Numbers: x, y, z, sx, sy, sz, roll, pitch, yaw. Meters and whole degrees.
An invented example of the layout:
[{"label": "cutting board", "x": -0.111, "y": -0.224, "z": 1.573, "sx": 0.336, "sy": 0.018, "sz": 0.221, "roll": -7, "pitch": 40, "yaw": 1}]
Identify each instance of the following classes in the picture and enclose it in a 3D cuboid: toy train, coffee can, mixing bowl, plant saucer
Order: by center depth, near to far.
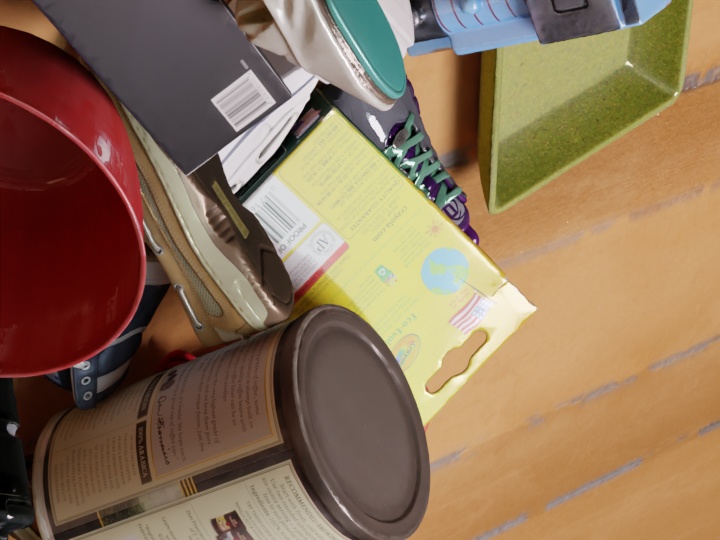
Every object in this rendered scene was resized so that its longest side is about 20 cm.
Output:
[{"label": "mixing bowl", "x": -0.194, "y": -0.053, "z": 1.213, "sx": 0.109, "sy": 0.199, "sz": 0.201, "roll": -74, "pitch": 171, "yaw": -47}, {"label": "coffee can", "x": -0.079, "y": 0.121, "z": 1.420, "sx": 0.199, "sy": 0.147, "sz": 0.146, "roll": -21, "pitch": 159, "yaw": 27}, {"label": "toy train", "x": 0.101, "y": -0.180, "z": 1.430, "sx": 0.114, "sy": 0.199, "sz": 0.087, "roll": -36, "pitch": 115, "yaw": -57}, {"label": "plant saucer", "x": 0.150, "y": -0.164, "z": 1.632, "sx": 0.199, "sy": 0.048, "sz": 0.200, "roll": -32, "pitch": 143, "yaw": -27}]

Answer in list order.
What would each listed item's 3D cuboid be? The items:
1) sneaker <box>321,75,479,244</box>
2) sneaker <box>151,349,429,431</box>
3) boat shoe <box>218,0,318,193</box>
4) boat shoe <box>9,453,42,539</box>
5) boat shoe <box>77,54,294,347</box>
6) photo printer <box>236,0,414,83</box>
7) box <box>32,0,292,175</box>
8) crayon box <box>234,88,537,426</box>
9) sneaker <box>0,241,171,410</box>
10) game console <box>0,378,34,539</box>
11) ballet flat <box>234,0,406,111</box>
[{"label": "sneaker", "x": 0.036, "y": -0.071, "z": 1.541, "sx": 0.075, "sy": 0.087, "sz": 0.200, "roll": -49, "pitch": 149, "yaw": -15}, {"label": "sneaker", "x": -0.061, "y": 0.096, "z": 1.533, "sx": 0.199, "sy": 0.079, "sz": 0.116, "roll": -19, "pitch": 144, "yaw": 17}, {"label": "boat shoe", "x": -0.070, "y": -0.104, "z": 1.407, "sx": 0.200, "sy": 0.074, "sz": 0.065, "roll": -44, "pitch": 153, "yaw": 8}, {"label": "boat shoe", "x": -0.203, "y": 0.142, "z": 1.487, "sx": 0.068, "sy": 0.072, "sz": 0.200, "roll": -51, "pitch": 157, "yaw": -9}, {"label": "boat shoe", "x": -0.118, "y": -0.042, "z": 1.342, "sx": 0.076, "sy": 0.201, "sz": 0.072, "roll": -25, "pitch": -168, "yaw": 19}, {"label": "photo printer", "x": -0.049, "y": -0.208, "z": 1.237, "sx": 0.069, "sy": 0.167, "sz": 0.200, "roll": -22, "pitch": 153, "yaw": 16}, {"label": "box", "x": -0.131, "y": -0.159, "z": 1.190, "sx": 0.079, "sy": 0.141, "sz": 0.200, "roll": -35, "pitch": 147, "yaw": 2}, {"label": "crayon box", "x": 0.000, "y": 0.000, "z": 1.466, "sx": 0.127, "sy": 0.051, "sz": 0.200, "roll": -45, "pitch": 114, "yaw": 3}, {"label": "sneaker", "x": -0.189, "y": 0.023, "z": 1.376, "sx": 0.200, "sy": 0.070, "sz": 0.109, "roll": 3, "pitch": 118, "yaw": -56}, {"label": "game console", "x": -0.294, "y": 0.121, "z": 1.311, "sx": 0.116, "sy": 0.177, "sz": 0.199, "roll": -24, "pitch": 157, "yaw": 32}, {"label": "ballet flat", "x": -0.043, "y": -0.148, "z": 1.125, "sx": 0.069, "sy": 0.069, "sz": 0.200, "roll": -44, "pitch": 135, "yaw": -10}]
